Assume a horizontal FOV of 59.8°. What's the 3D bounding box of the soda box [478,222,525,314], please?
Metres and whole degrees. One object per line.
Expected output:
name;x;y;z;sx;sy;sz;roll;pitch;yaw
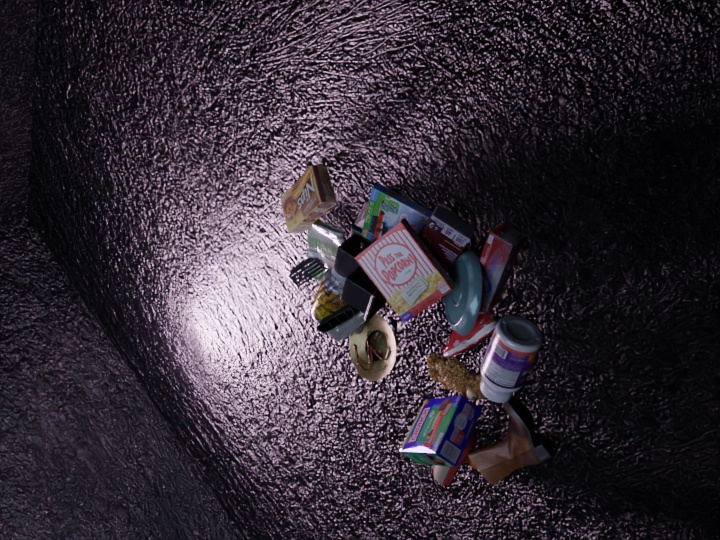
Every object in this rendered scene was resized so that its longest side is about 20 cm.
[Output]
soda box;0.308;-0.004;1.440;0.063;0.070;0.202;32;130;24

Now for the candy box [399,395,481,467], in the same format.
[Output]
candy box;0.209;0.424;1.657;0.077;0.170;0.200;36;155;-11

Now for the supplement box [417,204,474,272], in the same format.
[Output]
supplement box;0.177;-0.048;1.519;0.108;0.061;0.201;32;129;0

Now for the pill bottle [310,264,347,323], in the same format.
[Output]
pill bottle;-0.069;0.065;1.812;0.109;0.109;0.201;42;134;20

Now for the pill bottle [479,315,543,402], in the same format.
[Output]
pill bottle;0.349;0.216;1.486;0.111;0.111;0.202;34;132;27

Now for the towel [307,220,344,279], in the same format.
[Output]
towel;-0.106;-0.045;1.868;0.148;0.031;0.202;26;127;35

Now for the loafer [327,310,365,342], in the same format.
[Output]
loafer;-0.012;0.142;1.760;0.070;0.070;0.199;44;130;-15

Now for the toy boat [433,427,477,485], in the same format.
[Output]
toy boat;0.284;0.507;1.723;0.129;0.131;0.202;16;128;3

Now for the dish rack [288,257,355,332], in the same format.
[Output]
dish rack;-0.112;0.063;1.724;0.153;0.055;0.200;-31;104;39

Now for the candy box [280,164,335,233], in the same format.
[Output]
candy box;-0.153;-0.200;1.788;0.200;0.055;0.117;-35;65;48

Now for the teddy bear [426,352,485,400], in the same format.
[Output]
teddy bear;0.253;0.288;1.649;0.199;0.067;0.146;34;138;24

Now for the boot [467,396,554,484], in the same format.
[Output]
boot;0.359;0.431;1.594;0.199;0.069;0.189;-35;97;30

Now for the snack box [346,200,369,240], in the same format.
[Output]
snack box;0.010;-0.100;1.723;0.072;0.024;0.201;44;136;15

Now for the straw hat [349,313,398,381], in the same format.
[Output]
straw hat;0.059;0.212;1.790;0.200;0.084;0.204;4;95;48

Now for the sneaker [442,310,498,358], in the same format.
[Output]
sneaker;0.262;0.135;1.576;0.200;0.078;0.117;-40;69;41

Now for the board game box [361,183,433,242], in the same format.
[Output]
board game box;0.104;-0.111;1.596;0.199;0.037;0.153;29;130;19

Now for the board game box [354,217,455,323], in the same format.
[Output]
board game box;0.105;0.001;1.489;0.151;0.046;0.201;-37;93;24

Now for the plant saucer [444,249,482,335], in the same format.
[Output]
plant saucer;0.237;0.051;1.479;0.200;0.027;0.203;-174;90;-79

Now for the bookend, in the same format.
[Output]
bookend;0.000;0.000;1.634;0.199;0.199;0.093;32;133;17
